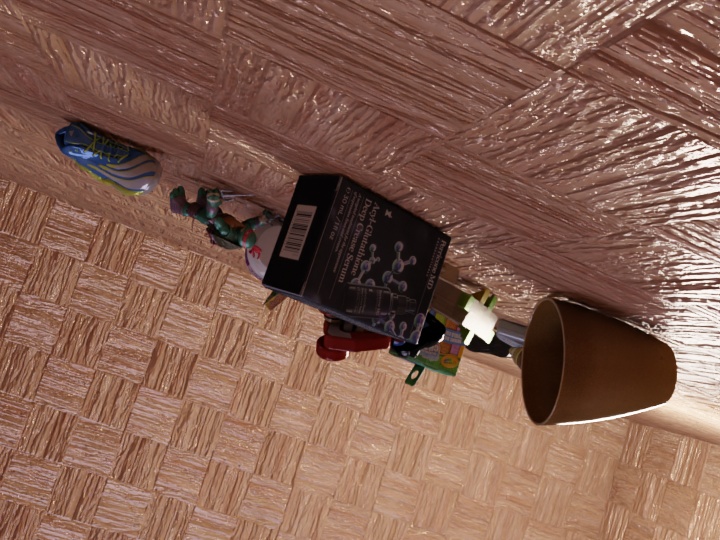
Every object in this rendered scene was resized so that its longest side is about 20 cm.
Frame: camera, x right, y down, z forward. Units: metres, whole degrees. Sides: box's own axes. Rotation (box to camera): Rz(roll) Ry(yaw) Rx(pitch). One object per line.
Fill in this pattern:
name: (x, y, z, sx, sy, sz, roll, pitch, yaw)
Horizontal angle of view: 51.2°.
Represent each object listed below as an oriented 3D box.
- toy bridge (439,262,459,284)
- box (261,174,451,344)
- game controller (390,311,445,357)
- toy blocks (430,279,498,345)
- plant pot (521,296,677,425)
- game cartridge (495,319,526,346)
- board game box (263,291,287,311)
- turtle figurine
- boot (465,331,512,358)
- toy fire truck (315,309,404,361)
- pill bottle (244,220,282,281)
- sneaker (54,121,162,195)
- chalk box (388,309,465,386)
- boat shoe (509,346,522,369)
toy bridge: (0.088, -0.009, 1.253, 0.066, 0.028, 0.199, 24, 174, -24)
box: (-0.002, -0.012, 0.961, 0.197, 0.152, 0.106, 24, 172, -36)
game controller: (0.089, 0.106, 1.434, 0.043, 0.103, 0.200, 62, 172, -23)
toy blocks: (0.167, 0.061, 1.379, 0.135, 0.102, 0.199, 29, 178, 31)
plant pot: (0.364, 0.148, 1.135, 0.194, 0.192, 0.186, 7, 175, -6)
game cartridge: (0.381, 0.160, 1.716, 0.130, 0.043, 0.199, 12, 170, 28)
board game box: (-0.141, 0.026, 1.516, 0.030, 0.095, 0.200, 49, -171, -4)
turtle figurine: (-0.229, -0.089, 1.290, 0.197, 0.103, 0.149, 23, 176, 29)
boot: (0.356, 0.190, 1.922, 0.129, 0.072, 0.198, 12, -172, -37)
toy fire truck: (0.007, 0.089, 1.370, 0.163, 0.115, 0.201, 5, -158, 5)
pill bottle: (-0.166, -0.034, 1.444, 0.110, 0.115, 0.200, 20, 174, -9)
sneaker: (-0.406, -0.177, 1.176, 0.196, 0.078, 0.105, 17, 173, 29)
chalk box: (0.145, 0.147, 1.579, 0.121, 0.205, 0.125, 20, 174, -15)
boat shoe: (0.416, 0.218, 1.692, 0.198, 0.073, 0.076, 34, 180, -25)
